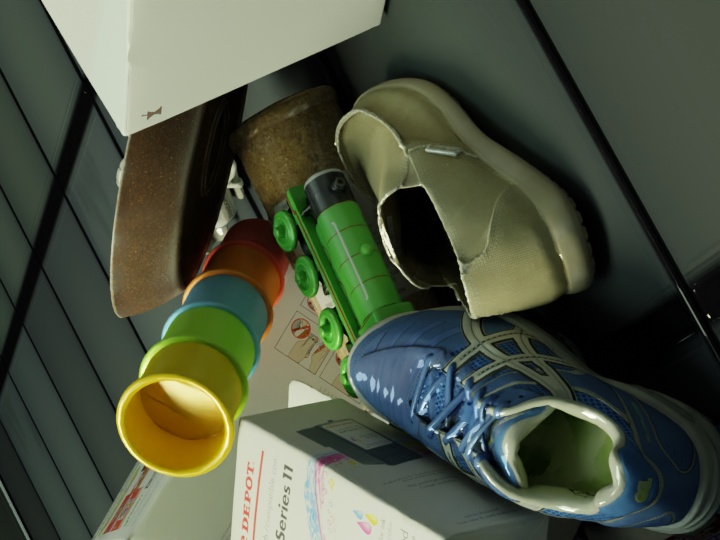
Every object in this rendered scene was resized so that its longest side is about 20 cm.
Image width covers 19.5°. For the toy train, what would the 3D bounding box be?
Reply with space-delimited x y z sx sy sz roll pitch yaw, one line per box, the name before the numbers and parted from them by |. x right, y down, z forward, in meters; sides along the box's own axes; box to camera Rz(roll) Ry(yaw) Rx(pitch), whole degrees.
toy train | 0.010 0.034 1.055 0.201 0.042 0.056 65 150 21

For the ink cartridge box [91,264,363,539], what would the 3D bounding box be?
ink cartridge box | -0.070 0.101 1.248 0.084 0.201 0.176 33 164 -9

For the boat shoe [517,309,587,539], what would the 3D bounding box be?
boat shoe | 0.078 0.092 1.072 0.057 0.068 0.201 55 154 37

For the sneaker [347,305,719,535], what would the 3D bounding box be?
sneaker | 0.069 0.062 0.941 0.199 0.077 0.076 17 98 37

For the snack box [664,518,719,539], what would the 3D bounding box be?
snack box | 0.117 0.181 0.860 0.068 0.199 0.169 67 162 -10

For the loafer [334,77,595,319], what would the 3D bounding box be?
loafer | 0.034 -0.036 1.008 0.200 0.068 0.076 36 146 55

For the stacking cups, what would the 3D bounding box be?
stacking cups | -0.071 0.028 1.099 0.200 0.060 0.061 -68 -35 -59

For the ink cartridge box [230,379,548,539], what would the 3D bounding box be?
ink cartridge box | -0.004 0.137 1.007 0.200 0.067 0.118 24 115 48

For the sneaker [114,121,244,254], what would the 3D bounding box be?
sneaker | -0.108 -0.076 1.364 0.087 0.074 0.200 47 165 12

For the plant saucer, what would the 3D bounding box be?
plant saucer | -0.092 -0.069 1.129 0.200 0.034 0.201 13 -90 -88

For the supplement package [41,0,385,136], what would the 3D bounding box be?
supplement package | -0.093 -0.206 1.000 0.200 0.150 0.152 58 160 19

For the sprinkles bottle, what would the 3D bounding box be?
sprinkles bottle | 0.000 0.000 1.148 0.201 0.068 0.068 63 161 4
